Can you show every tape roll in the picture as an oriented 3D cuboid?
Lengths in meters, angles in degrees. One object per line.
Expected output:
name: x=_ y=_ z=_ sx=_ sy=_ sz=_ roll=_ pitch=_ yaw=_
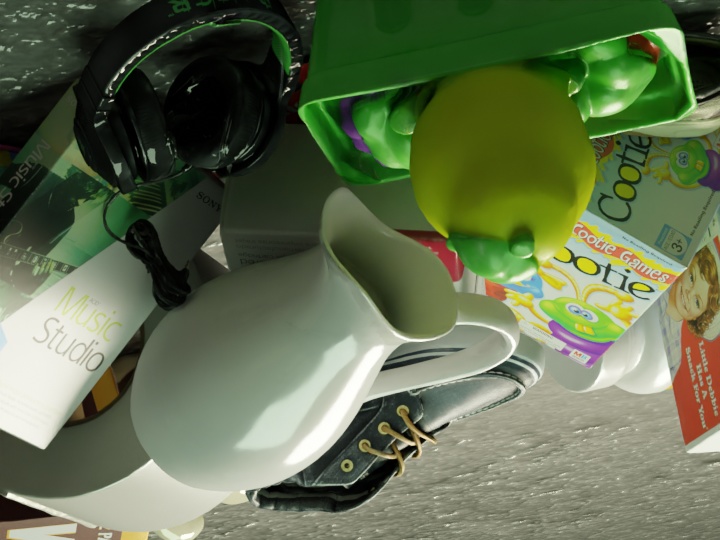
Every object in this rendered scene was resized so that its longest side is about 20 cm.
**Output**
tape roll: x=-0.167 y=0.064 z=1.461 sx=0.202 sy=0.203 sz=0.139 roll=-13 pitch=162 yaw=14

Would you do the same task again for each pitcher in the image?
pitcher: x=-0.022 y=0.054 z=1.287 sx=0.171 sy=0.122 sz=0.200 roll=26 pitch=131 yaw=-34

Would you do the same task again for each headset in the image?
headset: x=-0.097 y=-0.070 z=1.222 sx=0.123 sy=0.094 sz=0.200 roll=-10 pitch=146 yaw=-30

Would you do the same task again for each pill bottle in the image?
pill bottle: x=0.229 y=0.026 z=1.605 sx=0.199 sy=0.113 sz=0.113 roll=-13 pitch=166 yaw=-31

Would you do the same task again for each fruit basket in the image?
fruit basket: x=0.075 y=-0.076 z=1.153 sx=0.215 sy=0.216 sz=0.156 roll=-11 pitch=161 yaw=9

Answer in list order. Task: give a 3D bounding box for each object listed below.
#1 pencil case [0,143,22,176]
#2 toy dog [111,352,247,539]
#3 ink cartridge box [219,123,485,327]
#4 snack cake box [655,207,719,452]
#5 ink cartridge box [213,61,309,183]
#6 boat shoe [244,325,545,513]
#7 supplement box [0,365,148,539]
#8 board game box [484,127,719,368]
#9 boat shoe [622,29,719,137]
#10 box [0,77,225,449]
pencil case: x=-0.273 y=-0.010 z=1.383 sx=0.200 sy=0.089 sz=0.088 roll=-25 pitch=156 yaw=37
toy dog: x=-0.119 y=0.099 z=1.738 sx=0.194 sy=0.140 sz=0.200 roll=41 pitch=142 yaw=-18
ink cartridge box: x=0.000 y=0.000 z=1.376 sx=0.145 sy=0.084 sz=0.200 roll=2 pitch=148 yaw=8
snack cake box: x=0.250 y=0.011 z=1.486 sx=0.067 sy=0.201 sz=0.115 roll=-2 pitch=161 yaw=-20
ink cartridge box: x=-0.017 y=-0.068 z=1.379 sx=0.161 sy=0.050 sz=0.200 roll=-19 pitch=161 yaw=28
boat shoe: x=0.020 y=0.096 z=1.361 sx=0.200 sy=0.091 sz=0.071 roll=-12 pitch=144 yaw=28
supplement box: x=-0.276 y=0.151 z=1.613 sx=0.199 sy=0.198 sz=0.133 roll=-4 pitch=135 yaw=-21
board game box: x=0.153 y=-0.032 z=1.412 sx=0.103 sy=0.105 sz=0.200 roll=30 pitch=158 yaw=1
boat shoe: x=0.135 y=-0.114 z=1.285 sx=0.200 sy=0.072 sz=0.066 roll=-3 pitch=151 yaw=-20
box: x=-0.178 y=0.000 z=1.311 sx=0.200 sy=0.036 sz=0.144 roll=-53 pitch=142 yaw=1
